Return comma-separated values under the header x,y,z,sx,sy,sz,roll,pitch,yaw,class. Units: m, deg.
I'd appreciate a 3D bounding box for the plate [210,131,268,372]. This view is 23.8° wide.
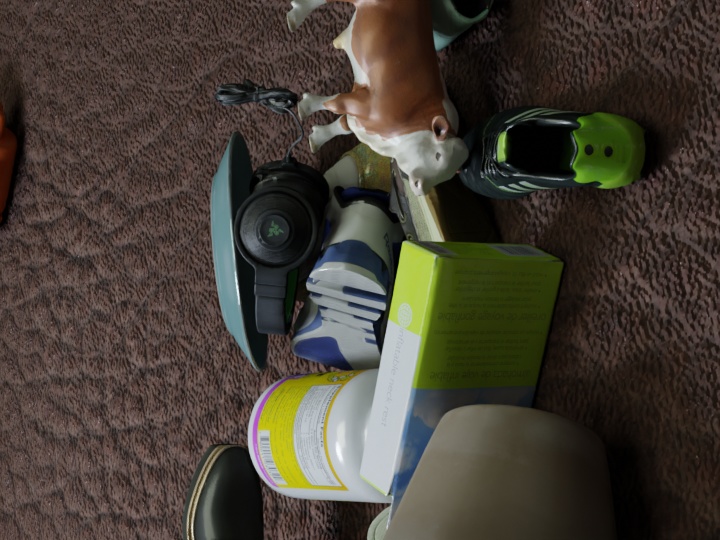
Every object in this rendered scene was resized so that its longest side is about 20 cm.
x,y,z,sx,sy,sz,roll,pitch,yaw,class
-0.102,-0.015,1.427,0.200,0.025,0.203,-5,-90,-86,plate

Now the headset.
x,y,z,sx,sy,sz,roll,pitch,yaw,class
-0.075,-0.048,1.345,0.124,0.093,0.202,-79,-5,-66,headset

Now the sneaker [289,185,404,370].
x,y,z,sx,sy,sz,roll,pitch,yaw,class
0.000,0.000,1.385,0.200,0.080,0.116,106,-178,-63,sneaker

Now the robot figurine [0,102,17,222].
x,y,z,sx,sy,sz,roll,pitch,yaw,class
-0.499,-0.118,2.151,0.143,0.116,0.202,27,113,29,robot figurine

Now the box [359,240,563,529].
x,y,z,sx,sy,sz,roll,pitch,yaw,class
0.071,0.082,1.230,0.048,0.121,0.202,27,111,51,box

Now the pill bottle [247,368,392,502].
x,y,z,sx,sy,sz,roll,pitch,yaw,class
-0.002,0.132,1.359,0.199,0.103,0.106,-8,81,57,pill bottle

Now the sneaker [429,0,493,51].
x,y,z,sx,sy,sz,roll,pitch,yaw,class
0.061,-0.275,1.311,0.118,0.073,0.203,-12,88,63,sneaker

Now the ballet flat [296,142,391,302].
x,y,z,sx,sy,sz,roll,pitch,yaw,class
-0.025,-0.044,1.443,0.201,0.070,0.071,-55,45,40,ballet flat

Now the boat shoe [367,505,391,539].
x,y,z,sx,sy,sz,roll,pitch,yaw,class
0.080,0.258,1.276,0.200,0.071,0.068,46,164,40,boat shoe

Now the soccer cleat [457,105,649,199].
x,y,z,sx,sy,sz,roll,pitch,yaw,class
0.118,-0.086,1.204,0.199,0.080,0.068,2,90,58,soccer cleat

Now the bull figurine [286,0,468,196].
x,y,z,sx,sy,sz,roll,pitch,yaw,class
0.013,-0.148,1.263,0.065,0.120,0.203,40,-137,-77,bull figurine

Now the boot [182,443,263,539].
x,y,z,sx,sy,sz,roll,pitch,yaw,class
-0.082,0.248,1.389,0.138,0.077,0.203,4,93,54,boot

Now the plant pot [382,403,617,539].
x,y,z,sx,sy,sz,roll,pitch,yaw,class
0.094,0.191,1.143,0.199,0.198,0.175,-25,48,54,plant pot

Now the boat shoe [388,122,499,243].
x,y,z,sx,sy,sz,roll,pitch,yaw,class
0.050,-0.061,1.318,0.065,0.073,0.202,-41,55,42,boat shoe
